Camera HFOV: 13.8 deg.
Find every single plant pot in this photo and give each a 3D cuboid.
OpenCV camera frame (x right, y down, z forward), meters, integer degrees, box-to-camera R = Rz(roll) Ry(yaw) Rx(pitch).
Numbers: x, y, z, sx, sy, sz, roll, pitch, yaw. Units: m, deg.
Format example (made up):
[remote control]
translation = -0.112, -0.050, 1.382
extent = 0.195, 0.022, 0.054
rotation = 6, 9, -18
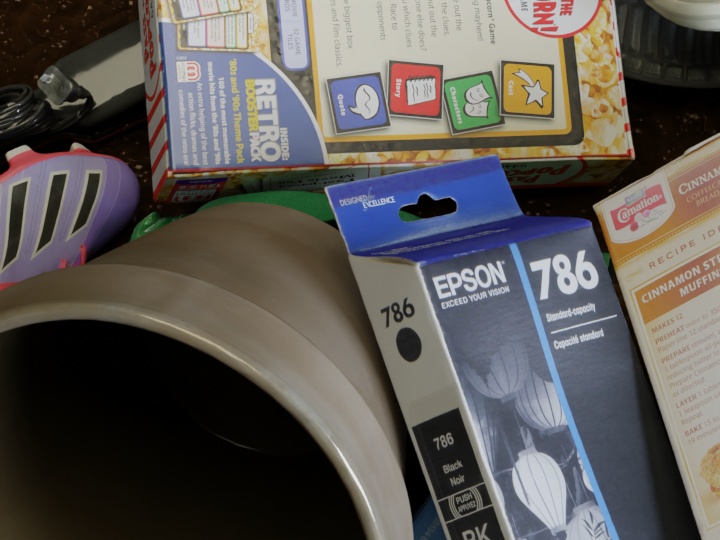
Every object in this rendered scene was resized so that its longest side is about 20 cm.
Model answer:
[plant pot]
translation = -0.061, 0.062, 1.132
extent = 0.199, 0.201, 0.174
rotation = 17, 31, 8

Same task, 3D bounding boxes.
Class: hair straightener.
[hair straightener]
translation = -0.141, -0.075, 1.269
extent = 0.199, 0.077, 0.041
rotation = -20, 75, -10

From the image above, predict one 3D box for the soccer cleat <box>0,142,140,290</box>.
[soccer cleat]
translation = -0.159, 0.004, 1.207
extent = 0.200, 0.067, 0.077
rotation = -18, 60, -45

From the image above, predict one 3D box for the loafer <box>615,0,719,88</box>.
[loafer]
translation = 0.188, -0.111, 1.298
extent = 0.199, 0.070, 0.076
rotation = 2, 83, 15

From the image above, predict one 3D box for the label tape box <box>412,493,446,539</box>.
[label tape box]
translation = 0.073, 0.196, 1.146
extent = 0.200, 0.063, 0.144
rotation = 33, 68, 15

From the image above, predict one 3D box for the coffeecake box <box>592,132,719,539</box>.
[coffeecake box]
translation = 0.182, 0.063, 1.155
extent = 0.073, 0.153, 0.201
rotation = -29, 62, 26

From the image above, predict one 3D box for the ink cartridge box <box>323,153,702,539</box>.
[ink cartridge box]
translation = 0.062, 0.049, 1.108
extent = 0.099, 0.039, 0.201
rotation = -14, 80, -43

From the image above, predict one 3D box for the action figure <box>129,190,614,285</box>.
[action figure]
translation = 0.000, 0.000, 1.232
extent = 0.199, 0.118, 0.055
rotation = 7, 76, 13

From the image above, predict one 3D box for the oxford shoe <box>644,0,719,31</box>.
[oxford shoe]
translation = 0.142, -0.169, 1.259
extent = 0.075, 0.058, 0.200
rotation = -5, 39, 2

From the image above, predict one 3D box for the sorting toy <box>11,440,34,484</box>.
[sorting toy]
translation = -0.259, 0.120, 1.174
extent = 0.198, 0.070, 0.200
rotation = 23, 60, 11

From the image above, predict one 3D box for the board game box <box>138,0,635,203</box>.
[board game box]
translation = 0.008, -0.109, 1.253
extent = 0.199, 0.046, 0.152
rotation = -2, 77, -12
